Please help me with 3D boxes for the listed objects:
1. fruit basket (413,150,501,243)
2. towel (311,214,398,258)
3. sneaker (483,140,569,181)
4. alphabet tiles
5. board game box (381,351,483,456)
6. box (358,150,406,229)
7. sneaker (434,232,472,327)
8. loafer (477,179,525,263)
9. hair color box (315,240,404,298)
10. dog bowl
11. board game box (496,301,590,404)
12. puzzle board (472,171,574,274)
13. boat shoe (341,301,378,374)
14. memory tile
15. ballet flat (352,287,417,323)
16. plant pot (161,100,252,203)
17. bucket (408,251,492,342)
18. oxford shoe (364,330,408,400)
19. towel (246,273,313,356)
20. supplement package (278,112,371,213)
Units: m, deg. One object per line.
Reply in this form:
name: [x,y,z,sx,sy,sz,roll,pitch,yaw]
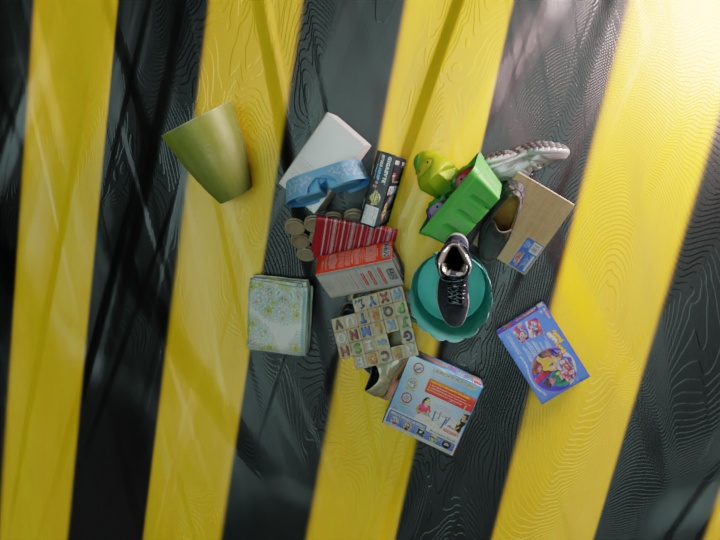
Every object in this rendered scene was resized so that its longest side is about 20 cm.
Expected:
fruit basket: [0.194,-0.187,1.267,0.210,0.156,0.220,8,118,15]
towel: [-0.018,-0.068,1.338,0.195,0.023,0.146,9,142,-4]
sneaker: [0.377,-0.242,1.282,0.195,0.075,0.084,-9,113,17]
alphabet tiles: [0.030,0.144,1.360,0.196,0.008,0.171,-15,87,14]
board game box: [0.180,0.329,1.407,0.196,0.056,0.200,23,102,6]
box: [0.053,-0.185,1.275,0.045,0.200,0.163,17,101,8]
sneaker: [0.194,0.032,1.173,0.075,0.146,0.208,0,100,9]
loafer: [0.313,-0.102,1.266,0.071,0.073,0.204,17,118,8]
hair color box: [0.000,0.000,1.351,0.195,0.062,0.102,-10,139,19]
dog bowl: [-0.075,-0.192,1.229,0.195,0.111,0.051,-15,85,11]
board game box: [0.436,0.198,1.344,0.133,0.045,0.202,-33,92,14]
puzzle board: [0.373,-0.107,1.297,0.149,0.017,0.202,29,119,1]
boat shoe: [0.000,0.178,1.416,0.067,0.057,0.204,-23,94,13]
memory tile: [-0.077,-0.084,1.361,0.195,0.017,0.155,-7,141,11]
ballet flat: [0.079,0.074,1.385,0.196,0.068,0.077,17,86,10]
plant pot: [-0.349,-0.275,1.362,0.184,0.188,0.203,-22,110,13]
bucket: [0.213,0.050,1.315,0.202,0.135,0.213,2,100,10]
oxford shoe: [0.068,0.218,1.383,0.073,0.070,0.205,17,89,-28]
towel: [-0.210,0.115,1.452,0.167,0.048,0.205,7,100,13]
supplement package: [-0.082,-0.253,1.331,0.116,0.117,0.201,39,104,1]
